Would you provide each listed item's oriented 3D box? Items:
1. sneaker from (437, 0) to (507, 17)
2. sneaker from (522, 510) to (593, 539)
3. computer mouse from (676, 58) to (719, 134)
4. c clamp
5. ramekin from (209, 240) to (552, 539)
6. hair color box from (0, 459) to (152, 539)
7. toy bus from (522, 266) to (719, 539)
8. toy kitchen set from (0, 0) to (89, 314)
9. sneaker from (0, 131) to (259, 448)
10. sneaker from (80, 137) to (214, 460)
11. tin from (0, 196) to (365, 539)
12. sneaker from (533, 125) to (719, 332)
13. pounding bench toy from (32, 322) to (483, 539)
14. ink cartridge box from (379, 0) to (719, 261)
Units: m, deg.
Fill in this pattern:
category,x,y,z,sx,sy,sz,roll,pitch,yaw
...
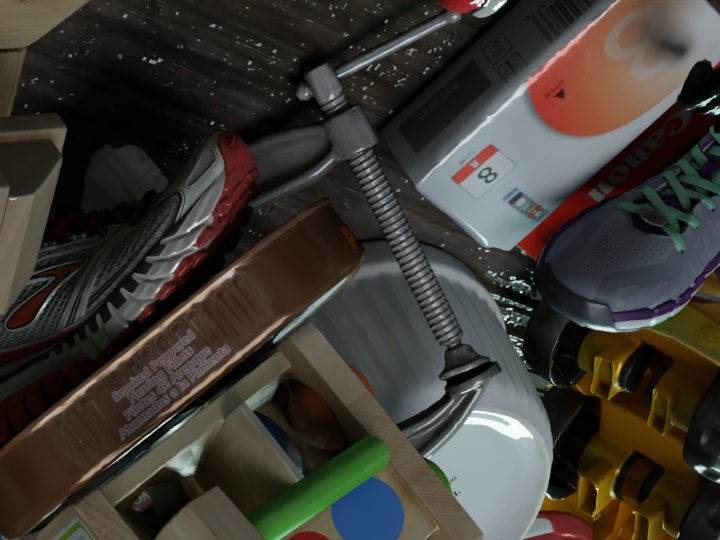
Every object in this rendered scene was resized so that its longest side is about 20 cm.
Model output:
category,x,y,z,sx,sy,sz,roll,pitch,yaw
sneaker,0.035,-0.199,1.203,0.085,0.077,0.200,-8,127,-13
sneaker,0.053,0.219,1.505,0.200,0.116,0.078,-35,142,22
computer mouse,0.219,-0.122,1.328,0.140,0.200,0.046,-36,102,26
c clamp,0.000,0.000,1.313,0.171,0.027,0.200,-20,96,6
ramekin,0.002,0.094,1.430,0.200,0.105,0.200,-19,138,-18
hair color box,-0.135,0.164,1.387,0.100,0.061,0.200,-28,162,-11
toy bus,0.193,0.054,1.509,0.192,0.136,0.200,-37,144,-30
toy kitchen set,-0.103,-0.070,1.152,0.180,0.163,0.200,-5,132,-31
sneaker,-0.126,0.004,1.208,0.200,0.082,0.078,-39,179,21
sneaker,-0.139,0.036,1.294,0.130,0.080,0.199,-27,150,-23
tin,-0.082,0.044,1.207,0.200,0.042,0.112,-39,174,-1
sneaker,0.160,-0.039,1.400,0.200,0.074,0.088,-27,145,-46
pounding bench toy,-0.033,0.108,1.208,0.156,0.124,0.200,-38,177,-26
ink cartridge box,0.125,-0.065,1.400,0.162,0.050,0.200,-42,136,10
